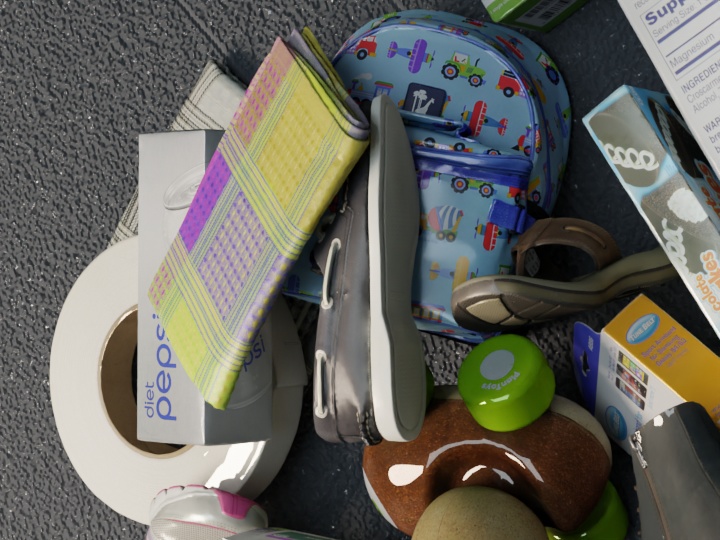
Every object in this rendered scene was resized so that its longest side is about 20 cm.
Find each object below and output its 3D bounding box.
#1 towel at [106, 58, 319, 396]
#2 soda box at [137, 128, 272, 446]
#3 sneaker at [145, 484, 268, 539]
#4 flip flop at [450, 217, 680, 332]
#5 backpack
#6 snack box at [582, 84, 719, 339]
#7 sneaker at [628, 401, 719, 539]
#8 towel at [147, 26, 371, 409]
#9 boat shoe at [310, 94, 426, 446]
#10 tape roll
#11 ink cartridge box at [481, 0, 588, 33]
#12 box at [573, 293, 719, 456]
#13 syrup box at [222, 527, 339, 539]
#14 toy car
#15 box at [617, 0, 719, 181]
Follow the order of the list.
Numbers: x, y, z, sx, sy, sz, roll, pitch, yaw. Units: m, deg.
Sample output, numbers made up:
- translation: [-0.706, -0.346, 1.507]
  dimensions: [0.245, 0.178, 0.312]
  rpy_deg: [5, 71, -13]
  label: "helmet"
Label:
- translation: [-0.082, -0.013, 1.499]
  dimensions: [0.200, 0.034, 0.193]
  rpy_deg: [39, 108, 25]
  label: "towel"
- translation: [-0.100, 0.011, 1.411]
  dimensions: [0.068, 0.063, 0.202]
  rpy_deg: [1, 91, 43]
  label: "soda box"
- translation: [-0.120, 0.217, 1.452]
  dimensions: [0.200, 0.081, 0.089]
  rpy_deg: [125, 157, -44]
  label: "sneaker"
- translation: [0.124, -0.005, 1.280]
  dimensions: [0.081, 0.199, 0.058]
  rpy_deg: [-17, 87, 48]
  label: "flip flop"
- translation: [0.039, -0.065, 1.359]
  dimensions: [0.181, 0.135, 0.202]
  rpy_deg: [16, 90, 11]
  label: "backpack"
- translation: [0.215, -0.014, 1.273]
  dimensions: [0.037, 0.116, 0.201]
  rpy_deg: [-38, 71, 24]
  label: "snack box"
- translation: [0.187, 0.156, 1.239]
  dimensions: [0.201, 0.074, 0.107]
  rpy_deg: [106, 144, -57]
  label: "sneaker"
- translation: [-0.061, -0.034, 1.293]
  dimensions: [0.201, 0.023, 0.144]
  rpy_deg: [-61, 32, 18]
  label: "towel"
- translation: [0.000, 0.000, 1.260]
  dimensions: [0.060, 0.074, 0.202]
  rpy_deg: [-5, 84, 22]
  label: "boat shoe"
- translation: [-0.128, 0.074, 1.495]
  dimensions: [0.201, 0.037, 0.205]
  rpy_deg: [0, 90, 35]
  label: "tape roll"
- translation: [0.106, -0.273, 1.367]
  dimensions: [0.147, 0.076, 0.201]
  rpy_deg: [-37, 73, 25]
  label: "ink cartridge box"
- translation: [0.205, 0.100, 1.279]
  dimensions: [0.041, 0.119, 0.200]
  rpy_deg: [-37, 64, -18]
  label: "box"
- translation: [-0.047, 0.269, 1.380]
  dimensions: [0.078, 0.081, 0.202]
  rpy_deg: [8, 92, 28]
  label: "syrup box"
- translation: [0.055, 0.166, 1.287]
  dimensions: [0.157, 0.165, 0.201]
  rpy_deg: [-3, 47, 31]
  label: "toy car"
- translation: [0.271, -0.137, 1.248]
  dimensions: [0.183, 0.105, 0.201]
  rpy_deg: [-35, 73, 26]
  label: "box"
